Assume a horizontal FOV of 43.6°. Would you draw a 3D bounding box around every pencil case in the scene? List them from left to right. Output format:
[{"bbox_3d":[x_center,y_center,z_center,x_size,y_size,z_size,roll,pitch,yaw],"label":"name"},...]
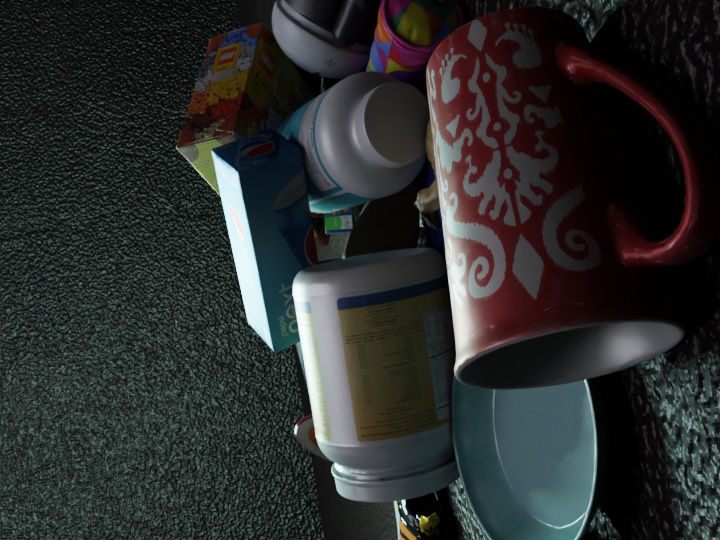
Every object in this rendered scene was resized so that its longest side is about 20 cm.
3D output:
[{"bbox_3d":[0.044,-0.195,0.883,0.200,0.086,0.090,111,149,-69],"label":"pencil case"}]

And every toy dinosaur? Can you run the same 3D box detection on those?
[{"bbox_3d":[0.087,-0.098,0.709,0.101,0.057,0.203,50,134,34],"label":"toy dinosaur"}]

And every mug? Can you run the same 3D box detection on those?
[{"bbox_3d":[0.125,-0.050,0.542,0.133,0.175,0.204,27,-130,-56],"label":"mug"}]

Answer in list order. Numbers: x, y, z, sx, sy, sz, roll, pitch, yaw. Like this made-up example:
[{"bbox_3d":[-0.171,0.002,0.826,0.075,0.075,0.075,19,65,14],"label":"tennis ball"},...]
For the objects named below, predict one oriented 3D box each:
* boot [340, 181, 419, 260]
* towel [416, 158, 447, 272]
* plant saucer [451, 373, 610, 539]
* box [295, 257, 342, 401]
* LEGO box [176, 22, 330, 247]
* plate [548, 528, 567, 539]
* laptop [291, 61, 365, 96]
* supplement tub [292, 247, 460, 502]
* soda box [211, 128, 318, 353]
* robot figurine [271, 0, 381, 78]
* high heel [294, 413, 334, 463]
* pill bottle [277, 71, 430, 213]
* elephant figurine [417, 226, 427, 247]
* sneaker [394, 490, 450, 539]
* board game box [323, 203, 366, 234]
[{"bbox_3d":[0.000,0.000,0.960,0.146,0.069,0.204,-176,107,-80],"label":"boot"},{"bbox_3d":[0.099,-0.007,0.842,0.148,0.048,0.205,100,160,-76],"label":"towel"},{"bbox_3d":[0.131,0.119,0.685,0.199,0.035,0.205,180,90,-68],"label":"plant saucer"},{"bbox_3d":[-0.019,0.083,1.269,0.202,0.144,0.106,-109,15,-48],"label":"box"},{"bbox_3d":[-0.099,-0.137,0.983,0.200,0.076,0.152,50,-139,-48],"label":"LEGO box"},{"bbox_3d":[0.181,0.295,0.658,0.200,0.032,0.205,162,99,-80],"label":"plate"},{"bbox_3d":[-0.064,-0.229,1.083,0.102,0.200,0.179,34,150,17],"label":"laptop"},{"bbox_3d":[0.021,0.090,0.818,0.145,0.141,0.205,-161,62,-78],"label":"supplement tub"},{"bbox_3d":[-0.085,-0.027,0.874,0.064,0.067,0.204,38,144,48],"label":"soda box"},{"bbox_3d":[-0.011,-0.294,0.909,0.124,0.150,0.202,36,116,16],"label":"robot figurine"},{"bbox_3d":[0.007,0.193,1.085,0.096,0.196,0.069,-153,76,-69],"label":"high heel"},{"bbox_3d":[-0.006,-0.119,0.844,0.199,0.109,0.114,174,87,-66],"label":"pill bottle"},{"bbox_3d":[0.051,0.084,0.983,0.155,0.140,0.203,39,129,31],"label":"elephant figurine"},{"bbox_3d":[0.082,0.341,1.132,0.090,0.068,0.204,99,162,-68],"label":"sneaker"},{"bbox_3d":[0.000,-0.119,1.056,0.200,0.034,0.139,-24,-70,-71],"label":"board game box"}]
